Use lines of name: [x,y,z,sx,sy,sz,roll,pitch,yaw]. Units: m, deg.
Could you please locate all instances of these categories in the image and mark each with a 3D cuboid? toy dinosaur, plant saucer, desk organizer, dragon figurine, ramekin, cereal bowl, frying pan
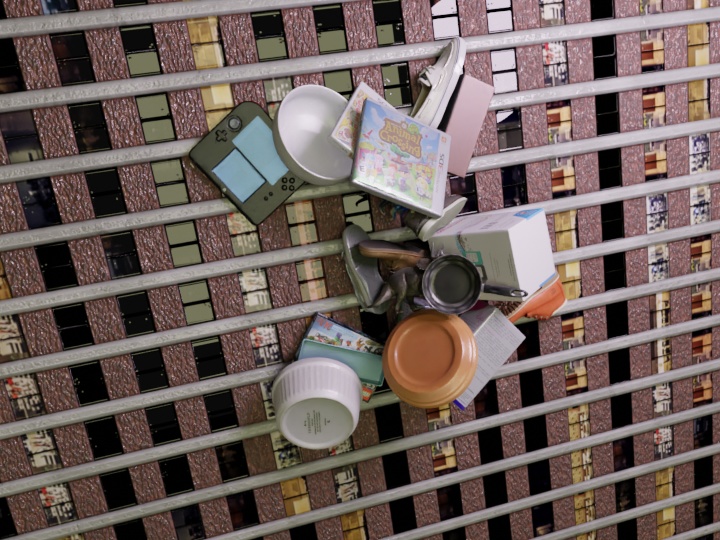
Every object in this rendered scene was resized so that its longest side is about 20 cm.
toy dinosaur: [0.105,0.031,1.066,0.199,0.077,0.103,-24,67,23]
plant saucer: [-0.038,0.200,1.116,0.198,0.019,0.071,15,97,-12]
desk organizer: [0.208,-0.304,1.088,0.076,0.072,0.202,17,96,-16]
dragon figurine: [0.098,-0.158,1.057,0.099,0.200,0.059,-36,80,25]
ramekin: [-0.091,0.291,1.088,0.200,0.095,0.204,-2,122,-4]
plant saucer: [0.131,0.167,1.009,0.200,0.200,0.037,-46,142,0]
cereal bowl: [-0.088,-0.257,1.011,0.199,0.083,0.202,10,70,-31]
frying pan: [0.212,0.017,0.978,0.188,0.031,0.116,-16,89,12]

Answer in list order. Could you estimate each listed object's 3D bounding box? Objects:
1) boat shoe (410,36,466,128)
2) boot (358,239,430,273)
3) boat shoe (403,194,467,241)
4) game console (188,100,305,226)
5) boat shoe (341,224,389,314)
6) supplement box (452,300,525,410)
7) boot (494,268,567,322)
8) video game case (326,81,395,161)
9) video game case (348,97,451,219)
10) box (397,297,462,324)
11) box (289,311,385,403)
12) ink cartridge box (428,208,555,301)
boat shoe: [0.155,-0.393,1.062,0.069,0.071,0.202,18,101,-18]
boot: [0.074,-0.022,1.086,0.199,0.074,0.076,6,110,-39]
boat shoe: [0.161,-0.125,1.069,0.060,0.201,0.072,37,128,16]
game console: [-0.219,-0.219,1.038,0.177,0.031,0.200,-43,104,-2]
boat shoe: [0.001,0.000,1.103,0.074,0.064,0.203,-34,110,-36]
supplement box: [0.226,0.170,1.063,0.103,0.101,0.200,41,89,-16]
boot: [0.398,0.091,1.198,0.199,0.075,0.108,-34,109,-5]
video game case: [0.041,-0.266,1.019,0.181,0.023,0.201,35,50,-16]
video game case: [0.081,-0.213,0.975,0.198,0.022,0.184,17,70,-23]
box: [0.173,0.168,1.151,0.175,0.097,0.202,2,100,-11]
box: [-0.040,0.196,1.144,0.199,0.038,0.138,26,94,-14]
ink cartridge box: [0.270,-0.032,1.061,0.146,0.199,0.147,-27,107,-39]
